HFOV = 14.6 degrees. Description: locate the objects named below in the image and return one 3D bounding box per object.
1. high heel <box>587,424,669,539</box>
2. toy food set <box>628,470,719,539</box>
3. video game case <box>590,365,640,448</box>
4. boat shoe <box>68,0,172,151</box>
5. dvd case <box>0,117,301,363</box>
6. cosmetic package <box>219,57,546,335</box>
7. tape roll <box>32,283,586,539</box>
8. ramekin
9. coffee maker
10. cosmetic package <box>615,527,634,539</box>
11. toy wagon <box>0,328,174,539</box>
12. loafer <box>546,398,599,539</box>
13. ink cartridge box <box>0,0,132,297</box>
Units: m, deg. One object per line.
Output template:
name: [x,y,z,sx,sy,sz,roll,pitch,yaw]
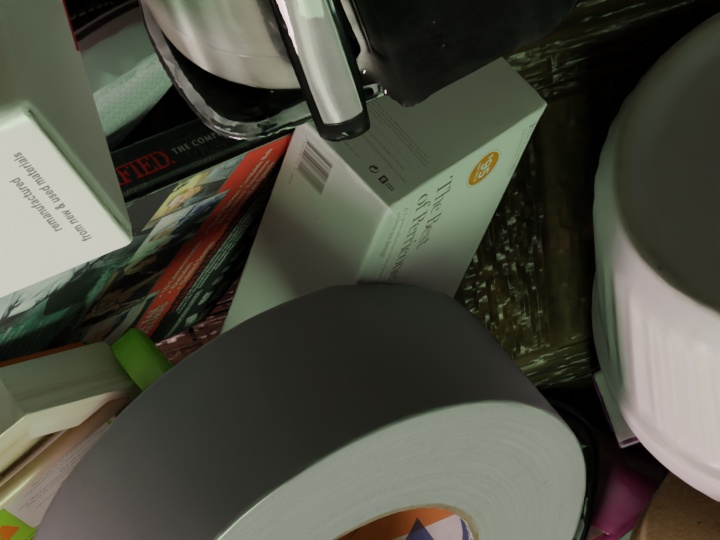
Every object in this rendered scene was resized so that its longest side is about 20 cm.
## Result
high heel: [0.080,0.149,1.347,0.096,0.068,0.200,24,117,-37]
toy food set: [0.194,0.097,1.014,0.197,0.200,0.049,-26,115,-16]
video game case: [0.182,0.024,1.145,0.180,0.036,0.200,-22,177,4]
boat shoe: [-0.146,-0.041,0.889,0.199,0.071,0.072,-34,166,-21]
dvd case: [-0.097,0.003,0.965,0.200,0.022,0.146,-27,163,-43]
cosmetic package: [0.000,0.000,1.034,0.082,0.051,0.200,-36,162,-32]
tape roll: [-0.019,0.100,0.999,0.199,0.066,0.201,-27,145,-20]
ramekin: [0.174,-0.016,1.002,0.201,0.203,0.094,-21,140,4]
coffee maker: [0.002,-0.154,0.755,0.192,0.135,0.200,-40,154,-10]
cosmetic package: [0.196,0.109,1.281,0.199,0.052,0.151,-33,162,-9]
toy wagon: [-0.111,0.099,1.012,0.155,0.040,0.200,-39,152,0]
loafer: [0.052,0.154,1.263,0.072,0.063,0.201,25,109,-7]
ink cartridge box: [-0.183,-0.045,0.785,0.199,0.145,0.084,-22,151,6]
